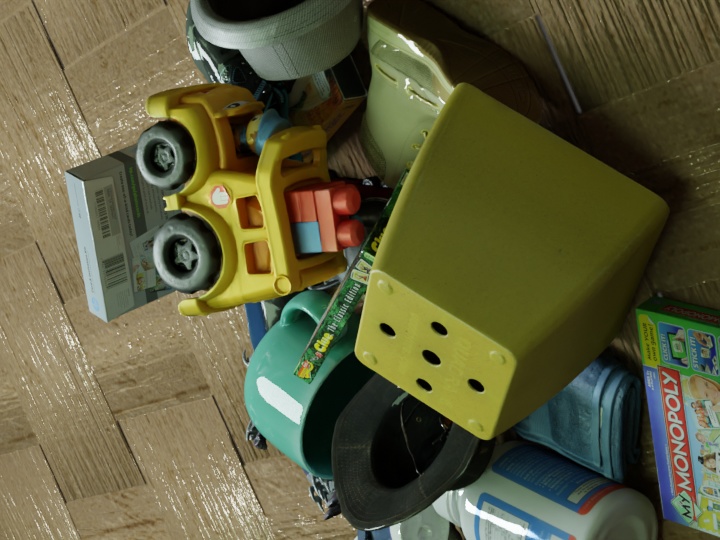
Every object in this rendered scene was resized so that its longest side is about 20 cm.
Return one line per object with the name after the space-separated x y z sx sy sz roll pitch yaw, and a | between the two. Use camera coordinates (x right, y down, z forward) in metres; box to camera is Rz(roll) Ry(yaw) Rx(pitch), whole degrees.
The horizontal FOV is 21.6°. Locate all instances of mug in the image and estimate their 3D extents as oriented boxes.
-0.035 0.096 1.841 0.114 0.151 0.187 32 113 38 | mug

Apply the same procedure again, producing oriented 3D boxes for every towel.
0.162 0.104 1.677 0.199 0.048 0.113 25 130 41 | towel

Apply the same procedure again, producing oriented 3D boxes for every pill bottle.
0.161 0.219 1.700 0.199 0.112 0.113 22 129 44 | pill bottle

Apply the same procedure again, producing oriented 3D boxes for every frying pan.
-0.002 -0.016 1.740 0.189 0.031 0.116 11 120 44 | frying pan

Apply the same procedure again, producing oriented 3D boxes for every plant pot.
0.101 0.010 1.515 0.199 0.177 0.201 32 148 14 | plant pot

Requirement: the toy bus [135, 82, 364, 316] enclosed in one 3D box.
-0.081 -0.071 1.637 0.190 0.135 0.202 -7 97 34 | toy bus

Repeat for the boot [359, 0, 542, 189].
0.071 -0.125 1.617 0.200 0.072 0.157 39 138 32 | boot

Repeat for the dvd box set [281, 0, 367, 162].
-0.073 -0.178 1.780 0.200 0.029 0.147 -43 66 55 | dvd box set

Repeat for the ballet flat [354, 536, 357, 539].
0.059 0.342 1.952 0.200 0.069 0.070 39 139 29 | ballet flat

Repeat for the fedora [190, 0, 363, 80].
-0.055 -0.236 1.631 0.175 0.201 0.091 -15 131 14 | fedora

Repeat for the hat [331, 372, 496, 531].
0.066 0.153 1.693 0.081 0.202 0.200 31 162 -35 | hat

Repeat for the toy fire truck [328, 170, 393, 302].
0.013 -0.014 1.785 0.199 0.049 0.142 11 121 48 | toy fire truck

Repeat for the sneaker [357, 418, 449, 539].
0.039 0.184 1.838 0.146 0.080 0.202 175 100 -69 | sneaker

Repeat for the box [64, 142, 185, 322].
-0.191 -0.058 1.883 0.041 0.199 0.157 27 133 47 | box

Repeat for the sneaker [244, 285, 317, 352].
-0.087 -0.015 1.890 0.070 0.077 0.202 -104 5 -67 | sneaker

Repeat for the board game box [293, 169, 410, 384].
-0.003 0.008 1.643 0.023 0.105 0.200 30 140 0 | board game box

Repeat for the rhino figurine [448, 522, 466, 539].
0.110 0.279 1.851 0.200 0.059 0.088 -37 79 53 | rhino figurine

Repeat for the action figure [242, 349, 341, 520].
-0.068 0.163 1.993 0.201 0.069 0.130 55 149 15 | action figure

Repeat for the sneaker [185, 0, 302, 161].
-0.103 -0.178 1.749 0.081 0.073 0.202 -8 99 39 | sneaker

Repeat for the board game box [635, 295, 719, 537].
0.296 0.128 1.540 0.134 0.029 0.202 13 123 46 | board game box
